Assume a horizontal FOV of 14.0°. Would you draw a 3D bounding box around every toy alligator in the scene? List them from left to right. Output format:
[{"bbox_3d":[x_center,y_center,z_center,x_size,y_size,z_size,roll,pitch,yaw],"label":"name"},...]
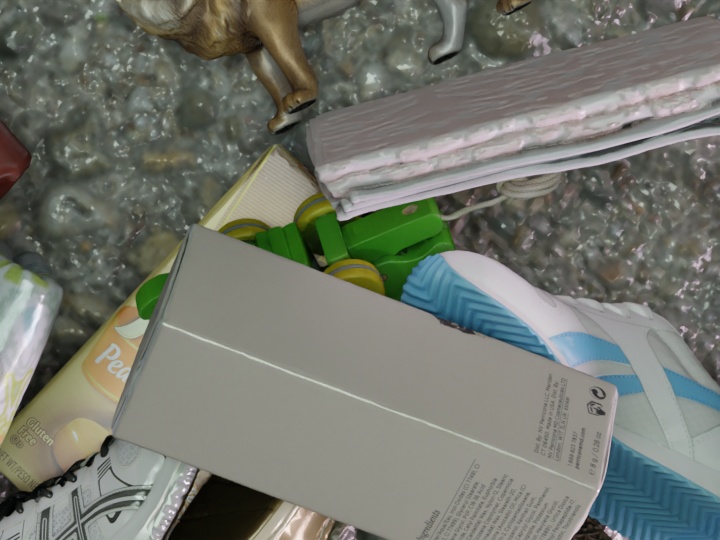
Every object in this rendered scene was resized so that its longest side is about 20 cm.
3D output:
[{"bbox_3d":[0.000,0.000,1.311,0.199,0.059,0.054,-17,133,0],"label":"toy alligator"}]

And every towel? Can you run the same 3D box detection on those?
[{"bbox_3d":[-0.188,0.069,1.302,0.048,0.200,0.172,23,91,-10],"label":"towel"},{"bbox_3d":[0.075,-0.068,1.288,0.199,0.191,0.032,-13,100,1],"label":"towel"}]

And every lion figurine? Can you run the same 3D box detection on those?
[{"bbox_3d":[-0.015,-0.144,1.360,0.200,0.072,0.123,-23,83,-11],"label":"lion figurine"}]

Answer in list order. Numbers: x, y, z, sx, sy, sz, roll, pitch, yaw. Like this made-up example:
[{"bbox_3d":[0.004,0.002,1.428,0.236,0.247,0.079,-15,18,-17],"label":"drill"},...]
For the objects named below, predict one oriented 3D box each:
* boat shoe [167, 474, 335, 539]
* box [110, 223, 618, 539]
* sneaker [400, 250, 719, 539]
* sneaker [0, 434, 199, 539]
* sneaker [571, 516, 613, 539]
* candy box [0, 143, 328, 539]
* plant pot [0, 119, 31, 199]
[{"bbox_3d":[-0.053,0.148,1.302,0.066,0.074,0.200,42,73,-26],"label":"boat shoe"},{"bbox_3d":[0.002,0.060,1.247,0.200,0.068,0.082,22,133,-6],"label":"box"},{"bbox_3d":[0.095,0.047,1.319,0.200,0.081,0.076,38,135,-28],"label":"sneaker"},{"bbox_3d":[-0.136,0.119,1.306,0.088,0.076,0.200,31,94,2],"label":"sneaker"},{"bbox_3d":[0.071,0.141,1.330,0.076,0.070,0.200,-54,51,22],"label":"sneaker"},{"bbox_3d":[-0.065,0.052,1.365,0.115,0.055,0.200,43,93,-1],"label":"candy box"},{"bbox_3d":[-0.266,-0.063,1.312,0.195,0.201,0.201,44,93,-8],"label":"plant pot"}]
